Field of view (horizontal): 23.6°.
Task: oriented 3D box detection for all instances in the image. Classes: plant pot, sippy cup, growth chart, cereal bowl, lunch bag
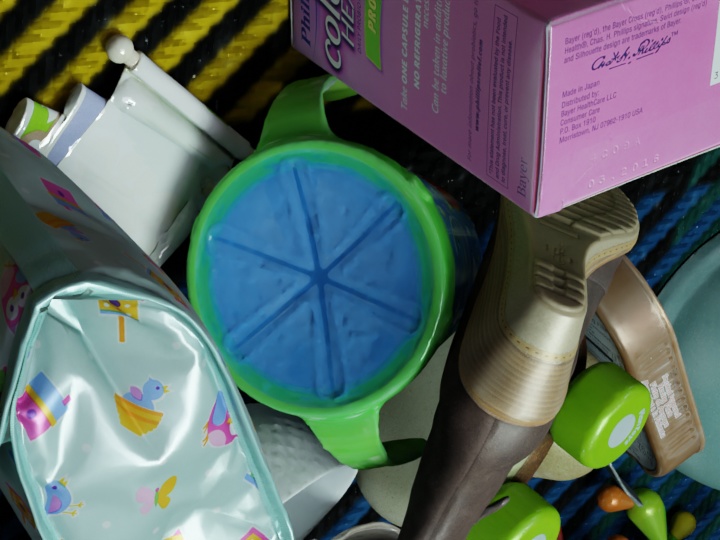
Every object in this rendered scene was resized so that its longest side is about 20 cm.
[{"bbox_3d":[0.298,0.079,1.183,0.200,0.134,0.200,-21,129,-28],"label":"plant pot"},{"bbox_3d":[0.000,0.000,0.878,0.178,0.140,0.130,-66,162,12],"label":"sippy cup"},{"bbox_3d":[-0.146,-0.019,0.835,0.200,0.018,0.145,-47,136,-4],"label":"growth chart"},{"bbox_3d":[-0.100,0.138,0.905,0.200,0.083,0.200,-42,168,-11],"label":"cereal bowl"},{"bbox_3d":[-0.129,0.037,0.752,0.122,0.170,0.200,-31,132,-11],"label":"lunch bag"}]

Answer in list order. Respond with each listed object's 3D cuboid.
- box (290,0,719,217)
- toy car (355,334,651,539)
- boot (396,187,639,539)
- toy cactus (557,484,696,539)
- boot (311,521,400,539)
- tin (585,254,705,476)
[{"bbox_3d":[0.092,-0.133,0.821,0.176,0.200,0.097,-20,128,-28],"label":"box"},{"bbox_3d":[0.092,0.094,1.019,0.158,0.164,0.200,-53,148,3],"label":"toy car"},{"bbox_3d":[0.070,0.042,0.868,0.166,0.072,0.200,-64,179,29],"label":"boot"},{"bbox_3d":[0.218,0.231,1.209,0.200,0.165,0.102,15,128,-39],"label":"toy cactus"},{"bbox_3d":[-0.022,0.194,0.985,0.146,0.070,0.200,-46,167,27],"label":"boot"},{"bbox_3d":[0.156,0.051,1.063,0.042,0.112,0.200,-38,135,-13],"label":"tin"}]
